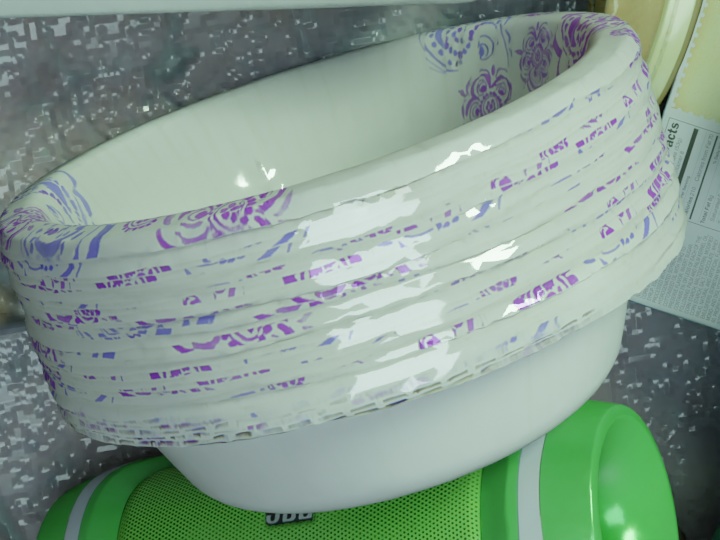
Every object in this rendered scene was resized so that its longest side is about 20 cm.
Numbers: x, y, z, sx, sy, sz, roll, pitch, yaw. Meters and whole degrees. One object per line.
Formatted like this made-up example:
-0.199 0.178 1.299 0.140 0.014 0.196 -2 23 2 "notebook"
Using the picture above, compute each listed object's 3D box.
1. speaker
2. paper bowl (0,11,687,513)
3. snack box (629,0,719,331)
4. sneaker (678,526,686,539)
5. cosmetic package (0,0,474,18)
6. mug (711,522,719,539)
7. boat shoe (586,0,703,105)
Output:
-0.004 0.093 0.747 0.199 0.088 0.089 -11 107 26 "speaker"
0.000 0.000 0.705 0.200 0.201 0.105 -20 105 -3 "paper bowl"
0.166 -0.070 0.774 0.116 0.037 0.201 19 106 7 "snack box"
0.036 0.149 0.820 0.200 0.076 0.071 -33 98 23 "sneaker"
-0.064 -0.137 0.722 0.199 0.071 0.102 -3 115 -7 "cosmetic package"
0.182 0.105 0.762 0.152 0.114 0.186 5 93 -39 "mug"
0.086 -0.151 0.752 0.063 0.073 0.202 7 100 -3 "boat shoe"
